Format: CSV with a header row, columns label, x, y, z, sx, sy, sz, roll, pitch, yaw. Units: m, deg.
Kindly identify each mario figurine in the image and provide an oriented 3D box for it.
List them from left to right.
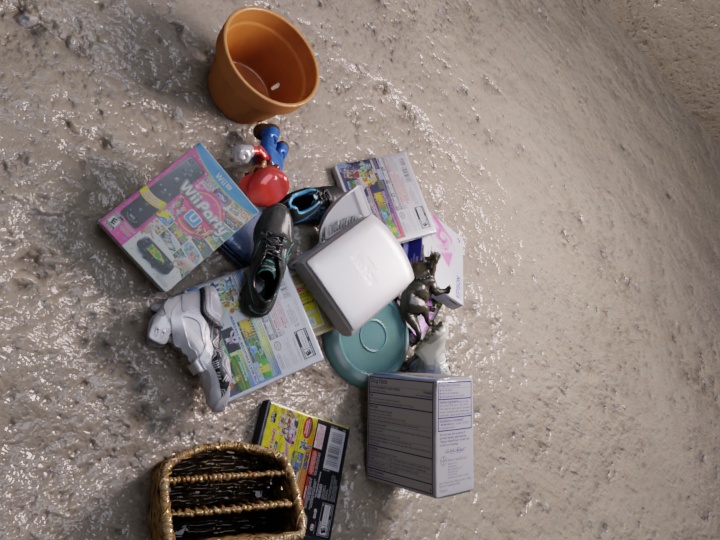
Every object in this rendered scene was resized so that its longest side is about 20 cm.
label,x,y,z,sx,sy,sz,roll,pitch,yaw
mario figurine,-0.189,-0.187,1.090,0.123,0.106,0.200,27,36,-22

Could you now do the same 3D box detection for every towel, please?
label,x,y,z,sx,sy,sz,roll,pitch,yaw
towel,-0.221,-0.080,1.065,0.200,0.048,0.112,43,52,-19

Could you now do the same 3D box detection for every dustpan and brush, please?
label,x,y,z,sx,sy,sz,roll,pitch,yaw
dustpan and brush,-0.057,-0.062,1.166,0.200,0.057,0.140,-28,124,-6

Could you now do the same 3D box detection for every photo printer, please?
label,x,y,z,sx,sy,sz,roll,pitch,yaw
photo printer,0.000,0.000,1.107,0.200,0.069,0.167,-37,97,-30

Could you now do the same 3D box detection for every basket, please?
label,x,y,z,sx,sy,sz,roll,pitch,yaw
basket,-0.191,0.319,0.856,0.199,0.149,0.143,7,69,-26

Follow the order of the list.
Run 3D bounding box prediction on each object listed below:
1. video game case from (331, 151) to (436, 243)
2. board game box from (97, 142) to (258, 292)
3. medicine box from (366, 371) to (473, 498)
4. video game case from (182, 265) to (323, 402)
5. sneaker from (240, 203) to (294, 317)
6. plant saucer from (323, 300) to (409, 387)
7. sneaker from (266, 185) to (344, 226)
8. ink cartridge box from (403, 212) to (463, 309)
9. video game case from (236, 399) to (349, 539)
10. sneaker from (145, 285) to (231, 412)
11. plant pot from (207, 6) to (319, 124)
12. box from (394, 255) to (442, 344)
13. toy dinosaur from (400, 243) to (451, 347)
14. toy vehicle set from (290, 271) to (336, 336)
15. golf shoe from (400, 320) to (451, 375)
label,x,y,z,sx,sy,sz,roll,pitch,yaw
video game case,0.052,-0.151,1.291,0.182,0.023,0.201,-16,80,-24
board game box,-0.290,-0.085,0.955,0.200,0.064,0.148,-45,106,-19
medicine box,0.107,0.292,1.090,0.103,0.182,0.201,7,81,-39
video game case,-0.180,0.096,1.013,0.182,0.022,0.201,-21,89,-22
sneaker,-0.146,-0.021,0.992,0.075,0.079,0.201,13,74,-16
plant saucer,0.020,0.131,1.180,0.199,0.027,0.201,6,78,-30
sneaker,-0.090,-0.129,1.170,0.200,0.082,0.073,-26,89,-44
ink cartridge box,0.157,-0.039,1.336,0.200,0.043,0.197,33,48,-32
video game case,-0.111,0.345,1.016,0.180,0.025,0.201,28,59,-30
sneaker,-0.269,0.126,0.923,0.115,0.075,0.201,-5,78,-23
plant pot,-0.199,-0.371,1.128,0.200,0.140,0.201,16,64,-36
box,0.090,0.042,1.288,0.200,0.036,0.143,46,50,-15
toy dinosaur,0.120,0.054,1.221,0.102,0.077,0.201,24,90,-19
toy vehicle set,-0.110,0.065,1.089,0.199,0.026,0.125,-18,87,-30
golf shoe,0.153,0.173,1.178,0.097,0.200,0.078,40,61,15
